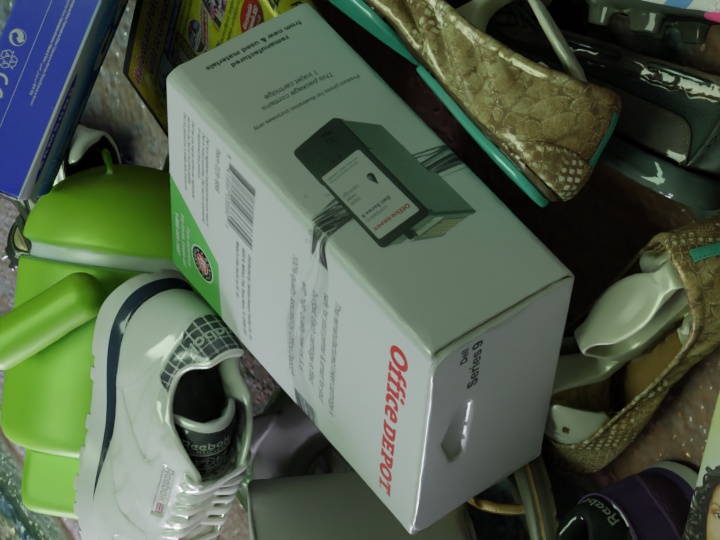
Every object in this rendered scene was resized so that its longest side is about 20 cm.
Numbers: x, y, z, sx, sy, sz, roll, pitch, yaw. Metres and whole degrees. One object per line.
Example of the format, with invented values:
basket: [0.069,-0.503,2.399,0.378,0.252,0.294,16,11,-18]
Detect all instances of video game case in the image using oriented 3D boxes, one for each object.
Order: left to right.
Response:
video game case: [-0.057,-0.091,1.403,0.181,0.025,0.200,55,155,17]

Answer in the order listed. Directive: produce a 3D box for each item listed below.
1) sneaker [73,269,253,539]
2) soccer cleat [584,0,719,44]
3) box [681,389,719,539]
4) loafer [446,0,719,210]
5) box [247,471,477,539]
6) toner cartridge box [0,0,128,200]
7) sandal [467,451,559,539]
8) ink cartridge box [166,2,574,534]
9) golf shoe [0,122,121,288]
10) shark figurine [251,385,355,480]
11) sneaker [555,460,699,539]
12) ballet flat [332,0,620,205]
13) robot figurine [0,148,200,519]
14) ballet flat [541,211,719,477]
sneaker: [-0.093,0.100,1.376,0.080,0.076,0.200,33,136,39]
soccer cleat: [0.174,-0.134,1.138,0.200,0.070,0.086,14,96,42]
box: [0.194,0.078,1.193,0.075,0.050,0.200,32,123,39]
loafer: [0.099,-0.097,1.251,0.200,0.072,0.063,34,106,31]
box: [0.005,0.213,1.367,0.128,0.109,0.200,-109,14,-74]
toner cartridge box: [-0.147,-0.136,1.388,0.043,0.095,0.200,23,95,2]
sandal: [0.049,0.068,1.331,0.082,0.055,0.200,74,172,-76]
ink cartridge box: [0.000,0.000,1.250,0.200,0.084,0.146,47,153,28]
golf shoe: [-0.182,-0.069,1.588,0.094,0.078,0.200,-42,70,28]
shark figurine: [-0.047,0.112,1.460,0.128,0.089,0.215,43,129,35]
sneaker: [0.116,0.192,1.287,0.076,0.088,0.200,17,114,46]
ballet flat: [0.041,-0.112,1.208,0.065,0.071,0.200,-45,70,2]
robot figurine: [-0.131,0.034,1.465,0.116,0.175,0.200,8,93,21]
ballet flat: [0.116,0.035,1.253,0.200,0.065,0.071,-53,52,45]
